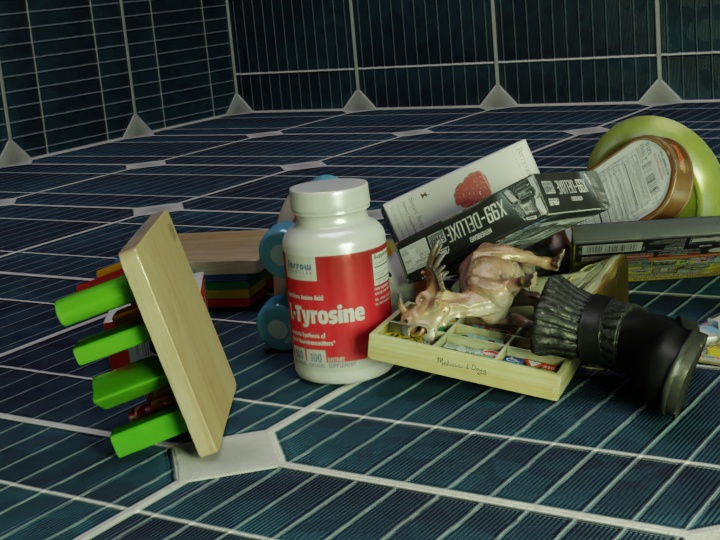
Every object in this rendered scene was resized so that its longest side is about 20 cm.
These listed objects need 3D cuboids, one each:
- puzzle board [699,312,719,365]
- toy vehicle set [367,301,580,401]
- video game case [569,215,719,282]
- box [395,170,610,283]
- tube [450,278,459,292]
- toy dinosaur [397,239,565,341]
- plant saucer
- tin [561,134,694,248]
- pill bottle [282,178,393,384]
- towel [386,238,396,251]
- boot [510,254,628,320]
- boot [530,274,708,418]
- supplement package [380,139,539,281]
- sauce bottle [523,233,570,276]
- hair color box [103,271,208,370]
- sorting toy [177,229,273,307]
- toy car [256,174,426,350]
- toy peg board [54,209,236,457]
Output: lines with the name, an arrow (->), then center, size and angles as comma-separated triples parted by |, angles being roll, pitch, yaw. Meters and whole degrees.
puzzle board -> 0.422, 0.065, 1.331 | 0.198, 0.018, 0.149 | -17, 17, -42
toy vehicle set -> 0.120, 0.079, 1.288 | 0.197, 0.027, 0.124 | 11, 18, 17
video game case -> 0.352, -0.023, 1.529 | 0.197, 0.026, 0.181 | -4, -17, 7
box -> 0.160, -0.050, 1.426 | 0.199, 0.050, 0.157 | -27, -11, 34
tube -> 0.149, 0.019, 1.582 | 0.057, 0.052, 0.200 | 28, 15, 6
toy dinosaur -> 0.128, 0.008, 1.309 | 0.134, 0.087, 0.200 | 17, 24, 20
plant saucer -> 0.368, -0.094, 1.613 | 0.198, 0.203, 0.031 | 5, 22, 39
tin -> 0.326, -0.091, 1.575 | 0.041, 0.113, 0.199 | 12, -34, -35
pill bottle -> -0.024, 0.009, 1.342 | 0.110, 0.203, 0.112 | -5, 12, 1
towel -> 0.116, -0.030, 1.856 | 0.197, 0.023, 0.144 | -5, 12, -3
boot -> 0.224, 0.028, 1.460 | 0.153, 0.073, 0.200 | -2, 14, 26
boot -> 0.233, 0.067, 1.179 | 0.156, 0.081, 0.211 | 19, 7, 9
supplement package -> 0.138, -0.068, 1.617 | 0.198, 0.123, 0.120 | -25, -1, -1
sauce bottle -> 0.272, -0.025, 1.681 | 0.064, 0.066, 0.199 | 7, 20, 43
hair color box -> -0.242, 0.059, 1.529 | 0.109, 0.065, 0.200 | -7, 14, -2
sorting toy -> -0.201, -0.001, 1.751 | 0.197, 0.071, 0.199 | -2, 13, 15
toy car -> 0.000, 0.000, 1.487 | 0.197, 0.179, 0.185 | 11, 27, 12
toy peg board -> -0.207, 0.067, 1.220 | 0.097, 0.203, 0.199 | -19, 12, 4
